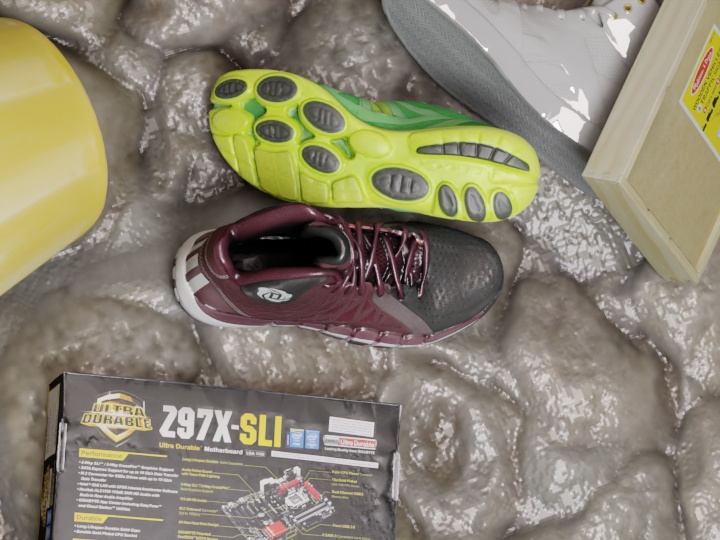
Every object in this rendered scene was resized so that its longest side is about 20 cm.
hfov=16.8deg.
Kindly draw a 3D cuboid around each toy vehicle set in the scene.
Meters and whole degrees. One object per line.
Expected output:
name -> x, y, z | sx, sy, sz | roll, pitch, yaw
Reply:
toy vehicle set -> 0.209, -0.107, 1.479 | 0.124, 0.026, 0.200 | 47, 63, -47

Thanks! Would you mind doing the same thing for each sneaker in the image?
sneaker -> 0.000, 0.000, 1.386 | 0.200, 0.116, 0.076 | -2, 79, -17
sneaker -> 0.006, -0.068, 1.430 | 0.200, 0.084, 0.074 | 15, 95, 5
sneaker -> 0.112, -0.144, 1.479 | 0.200, 0.074, 0.116 | 39, 69, -16

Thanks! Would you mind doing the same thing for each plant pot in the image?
plant pot -> -0.246, -0.047, 1.291 | 0.189, 0.201, 0.201 | -27, 87, -35

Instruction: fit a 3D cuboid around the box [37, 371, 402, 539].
box -> -0.079, 0.147, 1.367 | 0.200, 0.049, 0.160 | 6, 74, -15
